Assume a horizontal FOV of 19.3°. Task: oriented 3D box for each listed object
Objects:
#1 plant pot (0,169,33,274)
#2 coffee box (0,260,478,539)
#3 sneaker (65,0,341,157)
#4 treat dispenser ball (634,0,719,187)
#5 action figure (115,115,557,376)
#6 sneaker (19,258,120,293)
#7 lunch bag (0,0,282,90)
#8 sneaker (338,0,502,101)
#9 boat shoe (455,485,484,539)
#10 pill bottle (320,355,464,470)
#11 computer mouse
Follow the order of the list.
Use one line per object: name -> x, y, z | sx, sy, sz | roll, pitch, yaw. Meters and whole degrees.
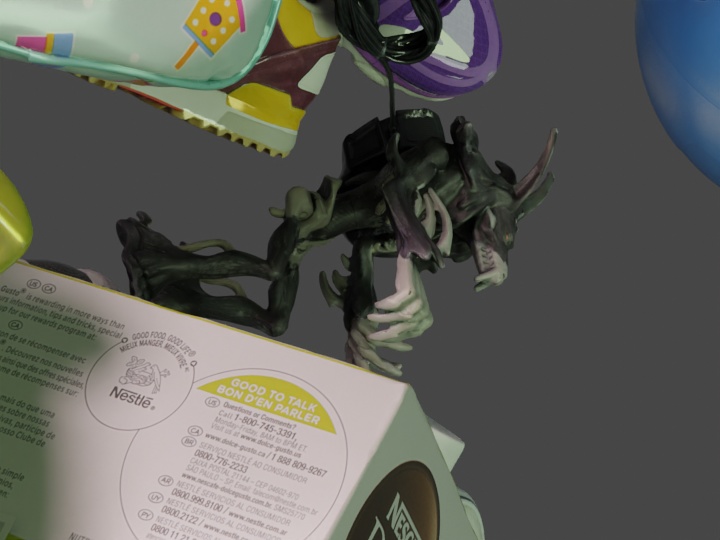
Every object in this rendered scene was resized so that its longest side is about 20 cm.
plant pot -> -0.236, 0.005, 0.667 | 0.200, 0.199, 0.182 | 44, 45, -16
coffee box -> -0.083, 0.142, 0.774 | 0.198, 0.199, 0.200 | -61, 150, -26
sneaker -> -0.088, -0.117, 0.870 | 0.200, 0.075, 0.090 | 21, 95, -48
treat dispenser ball -> 0.232, -0.120, 1.015 | 0.200, 0.201, 0.202 | -16, 119, -30
action figure -> 0.000, 0.000, 0.928 | 0.199, 0.102, 0.119 | -14, 157, -5
sneaker -> -0.183, 0.084, 0.894 | 0.112, 0.073, 0.201 | 17, 91, -37
lunch bag -> -0.111, -0.154, 0.748 | 0.199, 0.077, 0.161 | 9, 96, -32
sneaker -> 0.017, -0.151, 0.920 | 0.081, 0.083, 0.200 | -39, 129, -15
boat shoe -> 0.043, 0.214, 1.103 | 0.074, 0.086, 0.203 | -4, 113, -35
pill bottle -> -0.036, 0.146, 0.997 | 0.111, 0.111, 0.200 | 32, 90, -41
computer mouse -> 0.010, -0.076, 0.949 | 0.058, 0.034, 0.200 | -12, 142, -6
